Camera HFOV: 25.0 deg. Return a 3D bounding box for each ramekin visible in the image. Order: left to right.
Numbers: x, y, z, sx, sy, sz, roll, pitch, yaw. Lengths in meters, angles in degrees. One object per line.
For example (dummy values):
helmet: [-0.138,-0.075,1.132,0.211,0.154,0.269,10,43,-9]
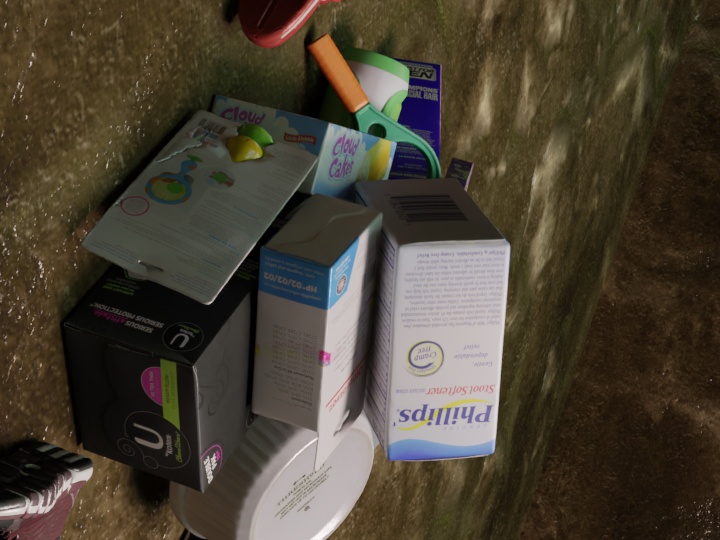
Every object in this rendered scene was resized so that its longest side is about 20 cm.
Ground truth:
ramekin: [-0.074,0.184,1.514,0.202,0.094,0.204,-34,144,-29]

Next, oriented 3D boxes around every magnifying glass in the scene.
magnifying glass: [0.011,-0.143,1.613,0.079,0.201,0.022,-35,-170,-13]

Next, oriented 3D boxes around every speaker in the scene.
speaker: [-0.014,-0.121,1.662,0.088,0.088,0.202,28,79,-71]

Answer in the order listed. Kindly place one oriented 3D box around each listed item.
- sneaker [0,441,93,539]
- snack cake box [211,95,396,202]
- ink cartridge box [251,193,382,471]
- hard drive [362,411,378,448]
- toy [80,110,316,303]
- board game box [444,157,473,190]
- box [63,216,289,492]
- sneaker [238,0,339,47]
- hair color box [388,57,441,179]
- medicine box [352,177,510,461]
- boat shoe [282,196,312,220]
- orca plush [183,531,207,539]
sneaker: [-0.268,0.201,1.218,0.200,0.075,0.117,-4,113,-71]
snack cake box: [-0.054,-0.109,1.507,0.200,0.114,0.068,1,105,-72]
ink cartridge box: [-0.038,0.053,1.374,0.115,0.067,0.202,-48,148,-56]
hard drive: [-0.021,0.178,1.682,0.201,0.033,0.139,-55,160,14]
toy: [-0.129,-0.045,1.329,0.047,0.114,0.201,101,16,-47]
board game box: [0.081,-0.032,1.637,0.200,0.032,0.121,-63,171,-71]
box: [-0.141,0.056,1.378,0.200,0.123,0.150,-53,153,-45]
sneaker: [-0.043,-0.256,1.474,0.201,0.078,0.116,-63,158,-26]
hair color box: [0.050,-0.121,1.757,0.110,0.064,0.201,101,-7,-48]
medicine box: [0.055,0.040,1.450,0.182,0.102,0.202,-121,-149,-66]
boat shoe: [-0.075,0.007,1.489,0.072,0.066,0.200,-38,176,-45]
orca plush: [-0.117,0.270,1.723,0.200,0.070,0.106,-12,117,-70]
